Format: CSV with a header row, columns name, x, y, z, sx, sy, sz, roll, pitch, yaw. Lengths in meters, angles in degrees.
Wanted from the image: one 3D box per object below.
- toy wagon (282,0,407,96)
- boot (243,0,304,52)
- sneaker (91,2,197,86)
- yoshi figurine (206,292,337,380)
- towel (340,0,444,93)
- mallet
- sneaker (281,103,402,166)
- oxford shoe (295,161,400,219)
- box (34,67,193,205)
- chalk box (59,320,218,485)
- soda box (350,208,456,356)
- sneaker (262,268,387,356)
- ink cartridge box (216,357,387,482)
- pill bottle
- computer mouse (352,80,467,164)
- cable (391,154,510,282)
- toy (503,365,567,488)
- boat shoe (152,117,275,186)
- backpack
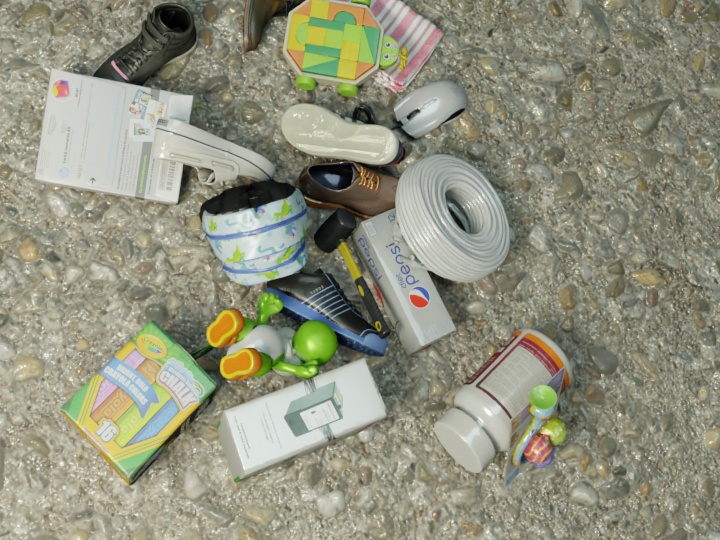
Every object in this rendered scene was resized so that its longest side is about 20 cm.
name,x,y,z,sx,sy,sz,roll,pitch,yaw
toy wagon,-0.020,-0.356,1.319,0.196,0.040,0.159,9,83,-2
boot,-0.129,-0.425,1.319,0.095,0.075,0.204,11,69,-8
sneaker,-0.320,-0.323,1.225,0.199,0.099,0.071,-41,88,-20
yoshi figurine,-0.100,0.094,1.102,0.110,0.199,0.115,17,92,30
towel,0.025,-0.398,1.374,0.199,0.030,0.147,36,68,-2
mallet,0.000,0.000,1.195,0.041,0.066,0.201,2,46,-47
sneaker,-0.025,-0.198,1.278,0.197,0.084,0.076,21,96,20
oxford shoe,0.003,-0.123,1.260,0.196,0.073,0.073,2,72,-14
box,-0.345,-0.186,1.189,0.196,0.041,0.159,8,86,-13
chalk box,-0.266,0.155,1.080,0.124,0.125,0.200,43,67,1
soda box,0.060,0.018,1.234,0.063,0.068,0.203,-22,80,-22
sneaker,-0.041,0.050,1.198,0.197,0.070,0.079,28,73,-5
ink cartridge box,-0.080,0.198,1.102,0.197,0.146,0.085,-18,77,-19
pill bottle,0.203,0.185,1.198,0.199,0.110,0.110,-41,86,-21
computer mouse,0.092,-0.254,1.340,0.198,0.044,0.111,-32,82,-21
cable,0.137,-0.081,1.248,0.197,0.069,0.203,21,53,-30
toy,0.249,0.228,1.151,0.115,0.202,0.047,-39,54,-22
boat shoe,-0.206,-0.152,1.189,0.198,0.071,0.067,20,85,-48
backpack,-0.137,-0.057,1.133,0.160,0.200,0.157,-10,86,-11
